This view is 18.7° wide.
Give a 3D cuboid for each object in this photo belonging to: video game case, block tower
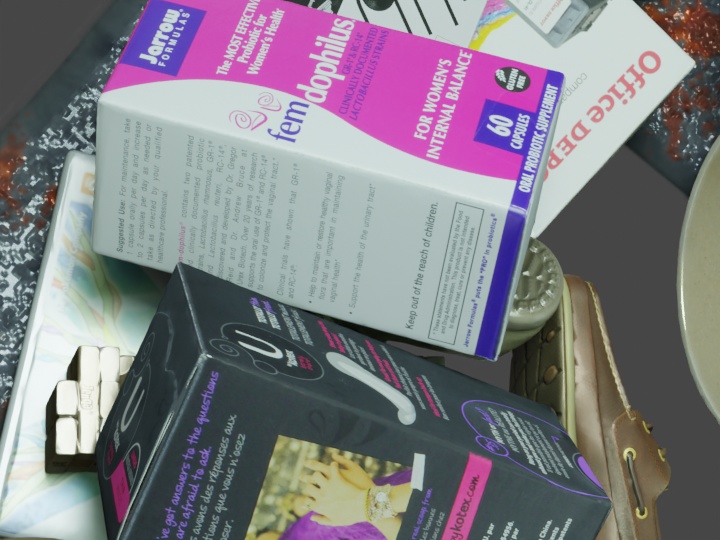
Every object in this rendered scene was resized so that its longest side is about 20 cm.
[{"bbox_3d":[-0.081,0.054,1.105,0.181,0.022,0.201,13,74,-9],"label":"video game case"},{"bbox_3d":[-0.051,0.070,1.068,0.199,0.058,0.054,2,76,-14],"label":"block tower"}]

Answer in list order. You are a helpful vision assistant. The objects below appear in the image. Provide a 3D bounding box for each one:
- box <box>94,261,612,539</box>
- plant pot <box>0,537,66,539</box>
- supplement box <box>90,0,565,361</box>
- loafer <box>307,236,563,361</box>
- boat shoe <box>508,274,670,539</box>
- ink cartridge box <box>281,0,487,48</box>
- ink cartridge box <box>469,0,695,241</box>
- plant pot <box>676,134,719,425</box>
[{"bbox_3d":[-0.007,0.094,0.980,0.199,0.122,0.107,22,103,-16],"label":"box"},{"bbox_3d":[-0.162,0.190,0.972,0.199,0.093,0.202,-2,49,2],"label":"plant pot"},{"bbox_3d":[-0.016,-0.049,1.019,0.199,0.104,0.102,14,46,5],"label":"supplement box"},{"bbox_3d":[0.000,0.000,1.092,0.199,0.068,0.076,20,48,9],"label":"loafer"},{"bbox_3d":[0.120,0.101,1.118,0.067,0.072,0.201,-4,83,-19],"label":"boat shoe"},{"bbox_3d":[0.030,-0.179,1.092,0.094,0.044,0.201,25,70,-6],"label":"ink cartridge box"},{"bbox_3d":[0.052,-0.119,1.148,0.200,0.086,0.148,43,70,3],"label":"ink cartridge box"},{"bbox_3d":[0.299,0.007,1.138,0.199,0.187,0.189,3,75,-27],"label":"plant pot"}]
